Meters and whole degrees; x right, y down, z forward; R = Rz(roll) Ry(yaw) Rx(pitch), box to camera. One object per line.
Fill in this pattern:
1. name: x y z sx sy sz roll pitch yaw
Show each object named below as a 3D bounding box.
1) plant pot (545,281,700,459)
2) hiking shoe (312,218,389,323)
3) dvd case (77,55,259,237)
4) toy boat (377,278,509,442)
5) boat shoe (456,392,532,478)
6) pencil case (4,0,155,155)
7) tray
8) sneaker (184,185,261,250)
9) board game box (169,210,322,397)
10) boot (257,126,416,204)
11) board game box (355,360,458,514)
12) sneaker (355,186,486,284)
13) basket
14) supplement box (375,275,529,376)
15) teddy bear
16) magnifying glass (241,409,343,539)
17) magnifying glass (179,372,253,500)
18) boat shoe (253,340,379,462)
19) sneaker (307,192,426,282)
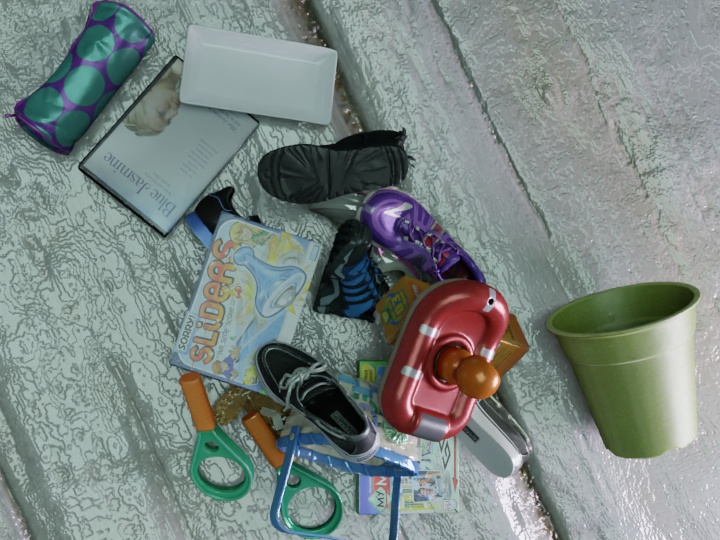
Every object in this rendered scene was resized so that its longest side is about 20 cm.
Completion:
1. plant pot: 0.359 0.136 1.508 0.200 0.200 0.190 -17 103 -9
2. hiking shoe: 0.000 0.000 1.446 0.087 0.200 0.075 17 63 -3
3. dvd case: -0.245 -0.162 1.490 0.143 0.018 0.200 39 74 -5
4. toy boat: 0.115 0.111 1.349 0.130 0.131 0.200 20 91 -35
5. boat shoe: 0.142 0.175 1.496 0.200 0.071 0.064 51 49 5
6. pencil case: -0.351 -0.245 1.460 0.092 0.085 0.200 37 82 -21
7. tray: -0.133 -0.253 1.514 0.200 0.022 0.108 8 78 -12
8. sneaker: -0.137 -0.017 1.486 0.078 0.070 0.200 -40 92 -1
9. board game box: -0.140 0.042 1.429 0.135 0.034 0.200 18 80 -4
10. boot: -0.027 -0.138 1.464 0.198 0.162 0.074 -6 104 1
11. board game box: 0.062 0.219 1.524 0.134 0.029 0.200 0 87 -9
12. sneaker: 0.084 -0.035 1.439 0.200 0.083 0.081 33 89 -25
13. basket: -0.020 0.232 1.410 0.176 0.139 0.200 19 73 -32
14. supplement box: 0.118 0.074 1.471 0.200 0.067 0.069 17 128 -34
15. teddy bear: -0.118 0.159 1.490 0.200 0.067 0.145 40 92 -11
16. magnifying glass: -0.090 0.261 1.472 0.080 0.022 0.200 -31 109 0
17. magnifying glass: -0.185 0.209 1.430 0.079 0.022 0.200 -5 122 11
18. boat shoe: -0.058 0.140 1.334 0.074 0.068 0.199 -36 57 -13
19. sneaker: 0.015 -0.038 1.504 0.200 0.081 0.088 28 82 -5
